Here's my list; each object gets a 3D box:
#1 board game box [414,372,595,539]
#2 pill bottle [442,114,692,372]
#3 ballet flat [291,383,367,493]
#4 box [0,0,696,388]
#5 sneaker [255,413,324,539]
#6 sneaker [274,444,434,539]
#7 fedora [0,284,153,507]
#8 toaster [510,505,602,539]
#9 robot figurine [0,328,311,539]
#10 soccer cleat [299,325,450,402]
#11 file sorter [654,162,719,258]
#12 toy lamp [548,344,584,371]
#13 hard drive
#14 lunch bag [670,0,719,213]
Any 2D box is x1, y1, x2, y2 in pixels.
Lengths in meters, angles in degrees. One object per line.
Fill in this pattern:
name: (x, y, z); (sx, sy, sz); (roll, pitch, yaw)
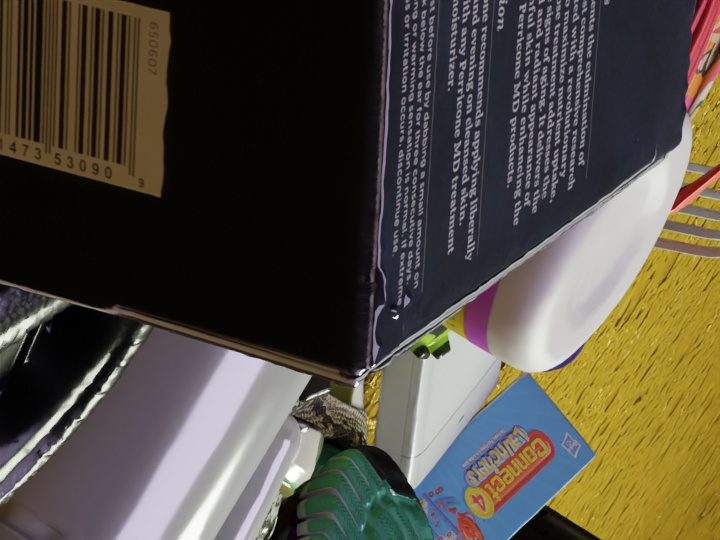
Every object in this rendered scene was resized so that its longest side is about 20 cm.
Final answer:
board game box: (-0.003, 0.159, 1.486); (0.196, 0.056, 0.200); (-43, 176, 40)
pill bottle: (0.004, -0.057, 1.011); (0.104, 0.199, 0.104); (-50, 161, -25)
ballet flat: (-0.031, 0.052, 1.344); (0.200, 0.067, 0.076); (44, 62, -70)
box: (-0.034, -0.078, 0.838); (0.196, 0.199, 0.125); (-32, 131, -56)
sneaker: (-0.073, 0.104, 1.222); (0.200, 0.077, 0.089); (117, -1, -73)
sneaker: (-0.031, 0.135, 1.289); (0.087, 0.075, 0.200); (-26, -174, 20)
fedora: (-0.148, 0.027, 0.886); (0.201, 0.092, 0.201); (-45, 170, -10)
toaster: (0.072, 0.216, 1.673); (0.181, 0.199, 0.119); (-57, 158, -7)
robot figurine: (-0.093, 0.055, 1.078); (0.169, 0.113, 0.201); (32, 89, -33)
soccer cleat: (0.000, 0.000, 1.266); (0.200, 0.084, 0.065); (-17, 156, -49)
file sorter: (0.134, -0.093, 1.329); (0.200, 0.124, 0.140); (-42, 143, -73)
toy lamp: (0.081, 0.015, 1.596); (0.058, 0.058, 0.200); (-57, 163, -4)
hard drive: (0.047, -0.014, 1.400); (0.132, 0.027, 0.201); (-46, 146, -58)
lunch bag: (0.071, -0.082, 1.197); (0.082, 0.176, 0.201); (-28, 144, -64)
